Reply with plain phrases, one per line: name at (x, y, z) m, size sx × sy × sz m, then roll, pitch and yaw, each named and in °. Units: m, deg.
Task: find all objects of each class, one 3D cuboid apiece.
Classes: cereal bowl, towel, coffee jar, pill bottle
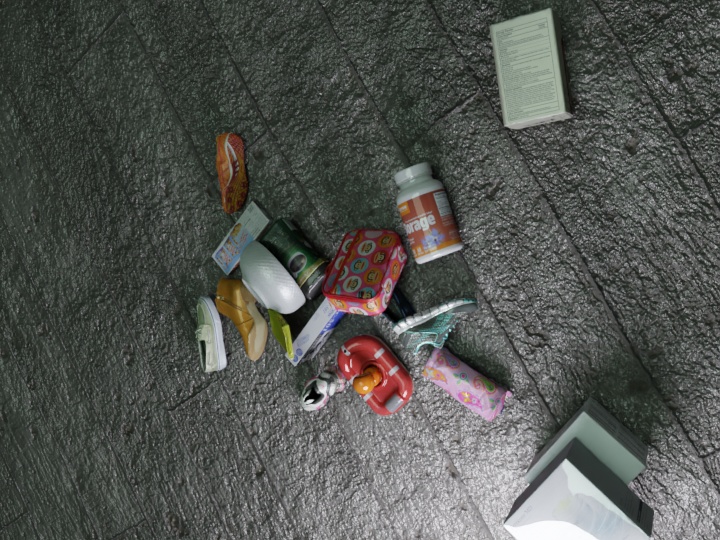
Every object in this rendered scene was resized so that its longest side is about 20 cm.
cereal bowl at (-0.225, 0.029, 1.671) m, size 0.083 × 0.201 × 0.200 m, roll -42°, pitch 75°, yaw -14°
towel at (-0.199, 0.148, 1.696) m, size 0.018 × 0.200 × 0.088 m, roll -12°, pitch 105°, yaw -17°
coffee jar at (-0.152, -0.026, 1.691) m, size 0.104 × 0.085 × 0.200 m, roll -46°, pitch 76°, yaw 8°
pill bottle at (0.143, -0.127, 1.521) m, size 0.110 × 0.112 × 0.204 m, roll -20°, pitch 88°, yaw 26°

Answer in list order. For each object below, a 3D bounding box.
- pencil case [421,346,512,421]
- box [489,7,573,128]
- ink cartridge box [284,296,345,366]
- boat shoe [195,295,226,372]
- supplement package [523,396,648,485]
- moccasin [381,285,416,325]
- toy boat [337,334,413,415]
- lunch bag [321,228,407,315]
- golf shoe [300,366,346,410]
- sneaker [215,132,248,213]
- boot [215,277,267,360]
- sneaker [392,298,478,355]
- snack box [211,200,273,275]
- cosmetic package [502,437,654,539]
pencil case at (0.234, 0.250, 1.546) m, size 0.198 × 0.087 × 0.089 m, roll 32°, pitch 109°, yaw 18°
box at (0.344, -0.398, 1.388) m, size 0.125 × 0.108 × 0.205 m, roll -7°, pitch 93°, yaw 27°
ink cartridge box at (-0.097, 0.138, 1.684) m, size 0.044 × 0.094 × 0.201 m, roll 42°, pitch 113°, yaw 14°
boat shoe at (-0.407, 0.171, 1.847) m, size 0.071 × 0.061 × 0.205 m, roll -10°, pitch 93°, yaw 50°
supplement package at (0.466, 0.398, 1.433) m, size 0.155 × 0.110 × 0.202 m, roll 41°, pitch 113°, yaw 15°
moccasin at (0.057, 0.056, 1.611) m, size 0.199 × 0.068 × 0.081 m, roll 42°, pitch 112°, yaw 15°
toy boat at (0.022, 0.248, 1.619) m, size 0.200 × 0.130 × 0.131 m, roll 48°, pitch 113°, yaw 12°
lunch bag at (0.000, 0.000, 1.574) m, size 0.173 × 0.082 × 0.203 m, roll 5°, pitch 55°, yaw 29°
golf shoe at (-0.114, 0.296, 1.687) m, size 0.073 × 0.091 × 0.200 m, roll 58°, pitch 144°, yaw 14°
sneaker at (-0.333, -0.248, 1.774) m, size 0.076 × 0.072 × 0.205 m, roll 6°, pitch 96°, yaw 47°
boot at (-0.317, 0.124, 1.813) m, size 0.142 × 0.070 × 0.206 m, roll 8°, pitch 103°, yaw 34°
sneaker at (0.174, 0.125, 1.539) m, size 0.196 × 0.078 × 0.093 m, roll -22°, pitch 87°, yaw 4°
snack box at (-0.308, -0.083, 1.796) m, size 0.072 × 0.024 × 0.200 m, roll 47°, pitch 113°, yaw 12°
cosmetic package at (0.419, 0.478, 1.339) m, size 0.200 × 0.122 × 0.201 m, roll 42°, pitch 113°, yaw 17°
